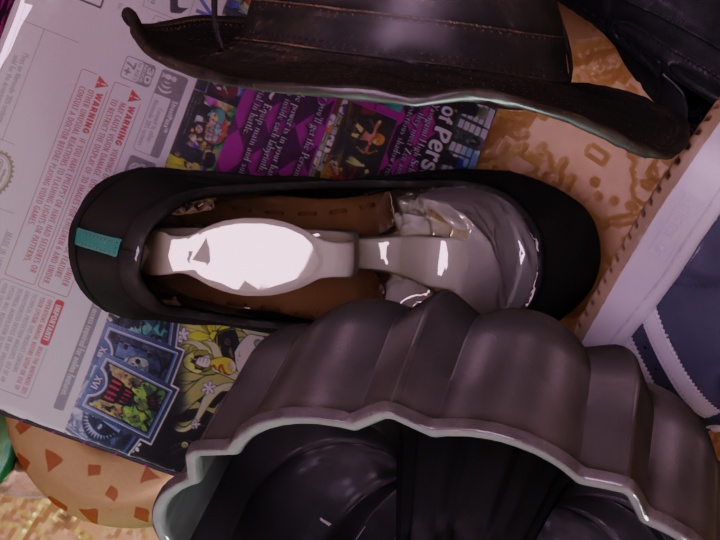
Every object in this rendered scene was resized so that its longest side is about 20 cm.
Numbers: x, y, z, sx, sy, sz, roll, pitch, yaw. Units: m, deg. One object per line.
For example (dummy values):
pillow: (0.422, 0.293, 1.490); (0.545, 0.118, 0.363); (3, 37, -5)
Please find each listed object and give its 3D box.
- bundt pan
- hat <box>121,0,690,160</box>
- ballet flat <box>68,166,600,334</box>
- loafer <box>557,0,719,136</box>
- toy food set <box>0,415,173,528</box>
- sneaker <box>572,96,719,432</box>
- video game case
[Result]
bundt pan: (0.036, 0.079, 0.964); (0.201, 0.202, 0.076); (10, 53, 12)
hat: (0.020, -0.093, 0.919); (0.199, 0.201, 0.081); (13, 98, 11)
ballet flat: (0.000, 0.000, 0.994); (0.199, 0.068, 0.069); (-1, 95, -19)
loafer: (0.118, -0.077, 0.996); (0.200, 0.068, 0.071); (28, 112, 38)
toy food set: (-0.126, -0.007, 1.091); (0.197, 0.049, 0.201); (8, 96, 12)
sneaker: (0.128, 0.033, 0.983); (0.108, 0.070, 0.200); (33, 143, 6)
video game case: (-0.056, -0.030, 1.028); (0.180, 0.036, 0.201); (20, 89, -18)
